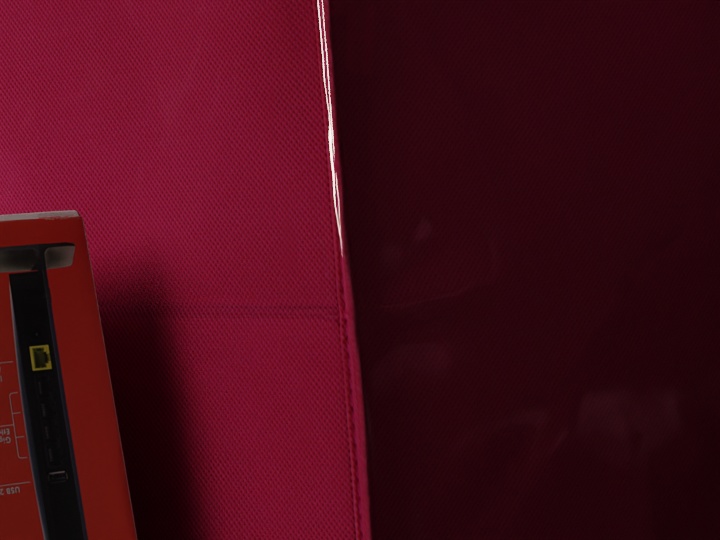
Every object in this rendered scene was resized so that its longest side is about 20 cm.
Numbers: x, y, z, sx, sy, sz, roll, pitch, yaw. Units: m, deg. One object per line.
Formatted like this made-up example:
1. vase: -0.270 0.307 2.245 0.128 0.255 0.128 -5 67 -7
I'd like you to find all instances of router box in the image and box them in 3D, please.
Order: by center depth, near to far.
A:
1. router box: -0.122 0.094 0.663 0.200 0.049 0.180 -22 76 54

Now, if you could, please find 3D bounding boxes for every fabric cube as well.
1. fabric cube: 0.000 0.000 0.709 0.199 0.196 0.201 0 95 48
